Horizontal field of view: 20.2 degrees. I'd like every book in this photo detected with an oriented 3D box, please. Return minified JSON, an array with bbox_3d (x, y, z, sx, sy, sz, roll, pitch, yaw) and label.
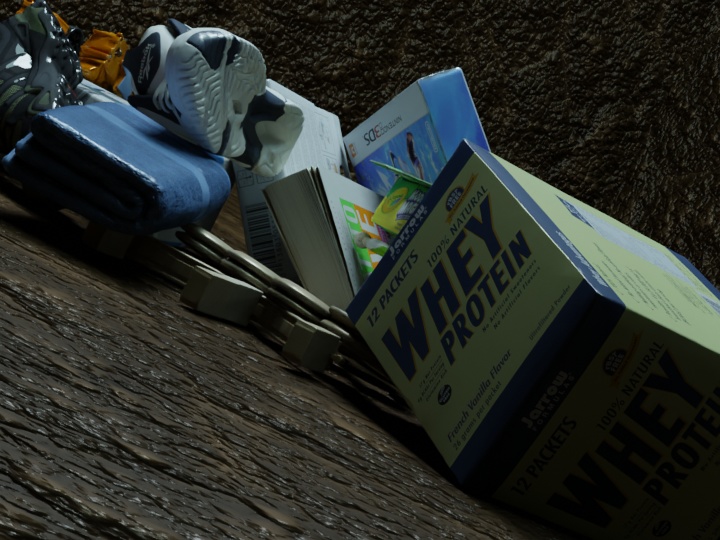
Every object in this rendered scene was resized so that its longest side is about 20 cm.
[{"bbox_3d":[0.000,0.000,1.569,0.134,0.048,0.200,70,16,11],"label":"book"}]

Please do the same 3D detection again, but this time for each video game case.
[{"bbox_3d":[0.063,-0.044,1.656,0.045,0.200,0.181,-17,-5,-22],"label":"video game case"}]

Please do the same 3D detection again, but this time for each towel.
[{"bbox_3d":[-0.152,-0.064,1.316,0.112,0.049,0.200,31,10,4],"label":"towel"}]

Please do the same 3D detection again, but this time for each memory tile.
[{"bbox_3d":[-0.029,0.032,1.359,0.200,0.017,0.153,31,-6,39],"label":"memory tile"}]

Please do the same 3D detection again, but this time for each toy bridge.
[{"bbox_3d":[-0.086,0.017,1.286,0.200,0.027,0.067,28,2,31],"label":"toy bridge"}]

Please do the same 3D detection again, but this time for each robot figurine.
[{"bbox_3d":[-0.235,-0.144,1.733,0.145,0.058,0.200,23,-28,19],"label":"robot figurine"}]

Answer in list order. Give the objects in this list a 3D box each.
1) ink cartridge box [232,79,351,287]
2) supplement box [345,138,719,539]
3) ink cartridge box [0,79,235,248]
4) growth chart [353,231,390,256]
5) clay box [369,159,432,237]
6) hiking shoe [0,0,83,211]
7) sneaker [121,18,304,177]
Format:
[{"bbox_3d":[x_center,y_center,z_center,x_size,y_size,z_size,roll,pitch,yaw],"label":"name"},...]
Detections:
[{"bbox_3d":[-0.051,-0.060,1.651,0.057,0.163,0.200,-12,-7,10],"label":"ink cartridge box"},{"bbox_3d":[0.132,0.053,1.205,0.200,0.134,0.200,25,17,-32],"label":"supplement box"},{"bbox_3d":[-0.209,-0.097,1.565,0.200,0.086,0.146,29,4,10],"label":"ink cartridge box"},{"bbox_3d":[0.100,0.033,1.480,0.200,0.018,0.145,31,-1,-28],"label":"growth chart"},{"bbox_3d":[0.090,-0.011,1.482,0.200,0.048,0.115,31,0,-15],"label":"clay box"},{"bbox_3d":[-0.246,-0.104,1.434,0.200,0.101,0.076,-105,170,-46],"label":"hiking shoe"},{"bbox_3d":[-0.128,-0.136,1.435,0.129,0.080,0.199,25,1,20],"label":"sneaker"}]
